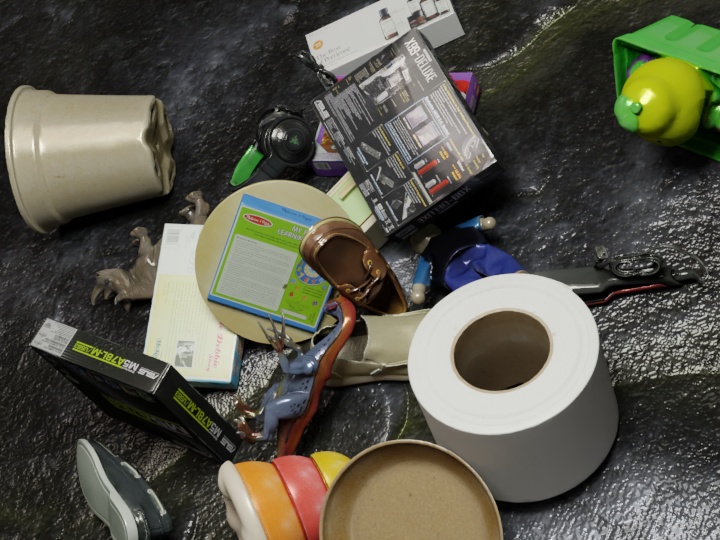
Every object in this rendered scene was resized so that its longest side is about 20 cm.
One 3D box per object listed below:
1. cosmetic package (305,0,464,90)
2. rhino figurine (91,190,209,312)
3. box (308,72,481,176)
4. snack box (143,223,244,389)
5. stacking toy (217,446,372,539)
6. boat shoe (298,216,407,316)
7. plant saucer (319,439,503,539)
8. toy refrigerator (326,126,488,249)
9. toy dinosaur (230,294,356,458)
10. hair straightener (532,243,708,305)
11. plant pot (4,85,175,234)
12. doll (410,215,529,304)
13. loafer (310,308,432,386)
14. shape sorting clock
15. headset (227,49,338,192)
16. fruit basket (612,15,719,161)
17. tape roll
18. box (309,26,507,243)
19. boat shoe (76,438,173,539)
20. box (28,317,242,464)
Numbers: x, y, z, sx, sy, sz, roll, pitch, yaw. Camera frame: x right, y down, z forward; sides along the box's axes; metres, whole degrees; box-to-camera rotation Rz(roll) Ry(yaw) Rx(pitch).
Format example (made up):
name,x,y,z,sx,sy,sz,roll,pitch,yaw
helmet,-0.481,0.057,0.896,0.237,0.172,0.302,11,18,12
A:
name,x,y,z,sx,sy,sz,roll,pitch,yaw
cosmetic package,0.031,-0.315,1.969,0.199,0.051,0.083,-24,51,9
rhino figurine,-0.264,-0.012,1.900,0.200,0.060,0.088,-33,74,3
box,0.043,-0.186,1.886,0.199,0.039,0.137,3,62,27
snack box,-0.196,0.043,1.814,0.116,0.037,0.201,3,71,12
stacking toy,-0.045,0.246,1.616,0.199,0.146,0.146,-21,50,-13
boat shoe,0.000,0.000,1.685,0.072,0.200,0.068,-46,56,2
plant saucer,0.056,0.275,1.541,0.199,0.035,0.201,0,90,19
toy refrigerator,0.052,-0.124,1.784,0.200,0.070,0.076,-45,64,12
toy dinosaur,-0.062,0.120,1.676,0.181,0.200,0.105,-32,17,8
hair straightener,0.281,0.007,1.626,0.199,0.077,0.041,-5,57,22
plant pot,-0.350,-0.156,1.971,0.183,0.201,0.201,-5,57,8
doll,0.114,-0.006,1.706,0.136,0.048,0.200,-42,38,-5
loafer,0.030,0.086,1.697,0.199,0.068,0.076,-15,55,16
shape sorting clock,-0.097,-0.009,1.756,0.200,0.200,0.039,-28,18,6
headset,-0.107,-0.183,1.898,0.200,0.094,0.124,-47,20,6
fruit basket,0.362,-0.186,1.662,0.215,0.156,0.216,-8,44,8
tape roll,0.162,0.122,1.551,0.202,0.139,0.203,-11,49,13
box,0.054,-0.158,1.726,0.157,0.050,0.200,-35,70,13
boat shoe,-0.281,0.260,1.736,0.060,0.076,0.200,-9,34,-27
box,-0.259,0.141,1.718,0.199,0.193,0.048,17,65,32
